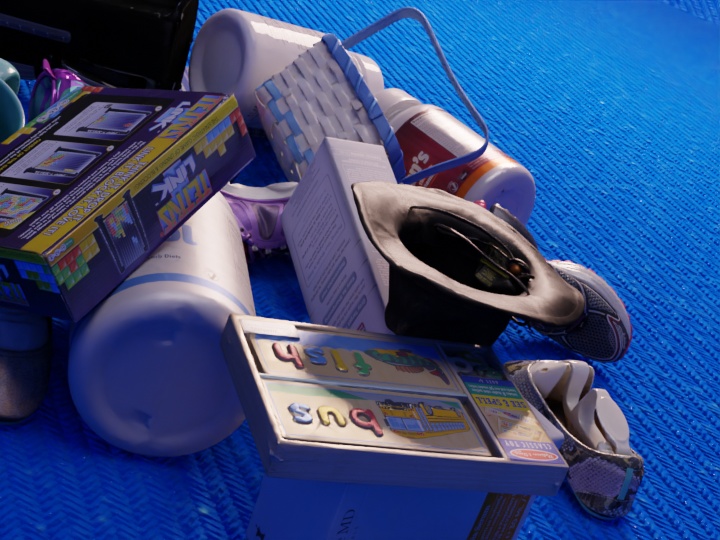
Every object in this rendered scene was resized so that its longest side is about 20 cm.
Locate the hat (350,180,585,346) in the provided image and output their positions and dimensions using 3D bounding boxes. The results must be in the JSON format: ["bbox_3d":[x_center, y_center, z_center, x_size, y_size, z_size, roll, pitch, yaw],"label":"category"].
[{"bbox_3d":[0.060,0.011,0.948,0.199,0.081,0.201,26,22,-11],"label":"hat"}]

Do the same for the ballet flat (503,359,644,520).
[{"bbox_3d":[0.176,0.114,1.072,0.071,0.073,0.201,8,28,-23],"label":"ballet flat"}]

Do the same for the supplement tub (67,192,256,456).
[{"bbox_3d":[-0.141,0.025,0.942,0.130,0.133,0.201,11,27,-18],"label":"supplement tub"}]

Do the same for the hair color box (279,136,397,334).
[{"bbox_3d":[0.000,0.000,1.067,0.060,0.099,0.201,6,47,-29],"label":"hair color box"}]

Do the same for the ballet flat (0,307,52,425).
[{"bbox_3d":[-0.247,0.026,0.933,0.067,0.068,0.201,9,28,-18],"label":"ballet flat"}]

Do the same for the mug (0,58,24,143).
[{"bbox_3d":[-0.329,-0.084,1.015,0.184,0.115,0.152,-10,49,-40],"label":"mug"}]

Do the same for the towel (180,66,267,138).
[{"bbox_3d":[-0.183,-0.187,1.463,0.198,0.024,0.145,4,32,-28],"label":"towel"}]

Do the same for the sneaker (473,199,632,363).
[{"bbox_3d":[0.158,0.024,1.205,0.199,0.081,0.075,34,33,-5],"label":"sneaker"}]

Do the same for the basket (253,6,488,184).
[{"bbox_3d":[0.006,-0.155,1.304,0.198,0.139,0.178,-25,69,-3],"label":"basket"}]

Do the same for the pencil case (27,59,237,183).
[{"bbox_3d":[-0.211,-0.135,1.251,0.198,0.093,0.085,6,29,-25],"label":"pencil case"}]

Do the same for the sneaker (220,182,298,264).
[{"bbox_3d":[-0.090,-0.029,1.178,0.197,0.081,0.084,8,44,-10],"label":"sneaker"}]

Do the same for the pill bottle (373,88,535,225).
[{"bbox_3d":[0.081,-0.106,1.387,0.109,0.111,0.200,-6,36,-43],"label":"pill bottle"}]

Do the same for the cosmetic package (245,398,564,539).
[{"bbox_3d":[0.032,0.141,0.874,0.198,0.102,0.071,-5,35,-40],"label":"cosmetic package"}]

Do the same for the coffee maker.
[{"bbox_3d":[-0.269,-0.265,1.330,0.198,0.194,0.135,16,6,-2],"label":"coffee maker"}]

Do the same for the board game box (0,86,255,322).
[{"bbox_3d":[-0.196,-0.054,0.914,0.164,0.057,0.200,10,41,35],"label":"board game box"}]

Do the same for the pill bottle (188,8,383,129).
[{"bbox_3d":[-0.075,-0.203,1.411,0.199,0.115,0.114,6,27,-43],"label":"pill bottle"}]

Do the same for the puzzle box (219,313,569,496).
[{"bbox_3d":[0.019,0.084,0.828,0.198,0.026,0.133,8,29,-25],"label":"puzzle box"}]
